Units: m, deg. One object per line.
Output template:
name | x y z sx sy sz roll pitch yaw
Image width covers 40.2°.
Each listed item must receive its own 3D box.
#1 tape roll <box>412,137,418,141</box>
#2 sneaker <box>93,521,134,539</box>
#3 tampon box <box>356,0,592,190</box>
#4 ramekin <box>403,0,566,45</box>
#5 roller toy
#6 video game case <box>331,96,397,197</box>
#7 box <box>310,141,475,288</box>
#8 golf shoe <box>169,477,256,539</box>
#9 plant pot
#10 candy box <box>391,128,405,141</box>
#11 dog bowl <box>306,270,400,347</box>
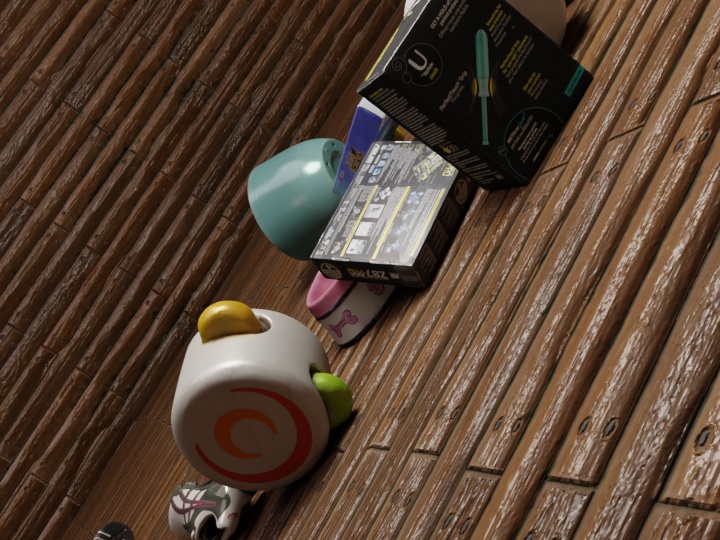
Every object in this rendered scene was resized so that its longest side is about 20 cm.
tape roll | 0.074 -0.138 1.507 0.204 0.037 0.203 -53 11 16
sneaker | -0.480 0.556 1.780 0.116 0.075 0.201 -53 12 28
tampon box | 0.124 -0.210 1.098 0.151 0.199 0.126 -56 12 -8
ramekin | 0.162 -0.312 1.235 0.201 0.198 0.098 -50 42 22
roller toy | -0.125 0.145 1.141 0.183 0.198 0.141 -53 19 27
video game case | 0.029 -0.230 1.489 0.183 0.045 0.201 -60 -5 -34
box | 0.047 -0.076 1.232 0.159 0.049 0.202 3 54 38
golf shoe | -0.204 0.319 1.270 0.200 0.076 0.089 -45 23 44
plant pot | -0.080 -0.144 1.794 0.160 0.201 0.202 -30 24 32
candy box | 0.028 -0.152 1.578 0.102 0.026 0.201 -47 14 26
dog bowl | 0.000 0.000 1.343 0.201 0.073 0.201 -53 11 15
